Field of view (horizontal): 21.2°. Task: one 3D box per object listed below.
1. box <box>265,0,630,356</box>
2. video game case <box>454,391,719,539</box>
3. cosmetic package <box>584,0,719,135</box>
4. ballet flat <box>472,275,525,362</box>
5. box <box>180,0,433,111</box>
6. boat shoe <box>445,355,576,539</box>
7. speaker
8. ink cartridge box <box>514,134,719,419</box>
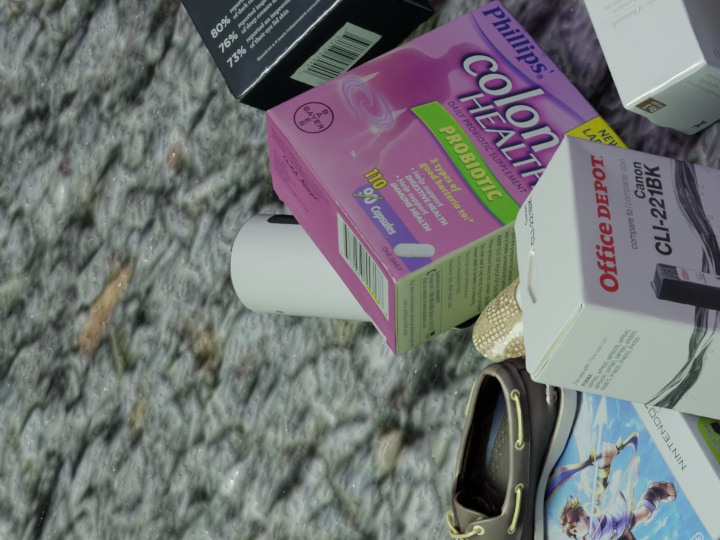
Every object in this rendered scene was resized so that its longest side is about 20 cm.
[{"bbox_3d":[0.063,-0.069,1.370,0.200,0.097,0.176,-26,59,-16],"label":"box"},{"bbox_3d":[0.162,0.143,1.269,0.200,0.045,0.181,-54,49,36],"label":"video game case"},{"bbox_3d":[0.204,-0.204,1.352,0.074,0.102,0.200,-31,67,29],"label":"cosmetic package"},{"bbox_3d":[0.166,0.000,1.315,0.200,0.065,0.071,-24,56,-3],"label":"ballet flat"},{"bbox_3d":[-0.061,-0.242,1.547,0.148,0.104,0.200,-41,61,24],"label":"box"},{"bbox_3d":[0.088,0.152,1.278,0.072,0.059,0.200,33,116,49],"label":"boat shoe"},{"bbox_3d":[0.000,0.000,1.477,0.200,0.081,0.081,4,85,37],"label":"speaker"},{"bbox_3d":[0.207,0.010,1.207,0.084,0.200,0.144,115,161,-47],"label":"ink cartridge box"}]
